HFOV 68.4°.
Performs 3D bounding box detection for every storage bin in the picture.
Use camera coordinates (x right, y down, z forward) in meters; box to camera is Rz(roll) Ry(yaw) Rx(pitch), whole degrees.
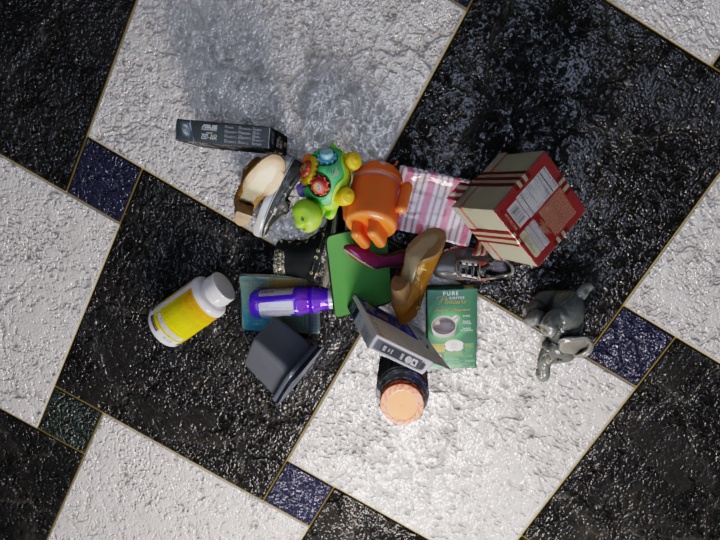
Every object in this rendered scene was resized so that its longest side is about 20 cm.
[{"bbox_3d":[-0.185,0.201,1.252,0.134,0.146,0.200,40,145,4],"label":"storage bin"}]

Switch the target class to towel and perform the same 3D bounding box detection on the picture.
[{"bbox_3d":[0.166,-0.145,1.197,0.197,0.030,0.149,13,105,2],"label":"towel"},{"bbox_3d":[-0.195,0.081,1.296,0.196,0.022,0.149,2,106,3],"label":"towel"}]

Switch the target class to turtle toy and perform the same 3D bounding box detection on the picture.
[{"bbox_3d":[-0.084,-0.176,1.121,0.100,0.145,0.204,17,80,-33],"label":"turtle toy"}]

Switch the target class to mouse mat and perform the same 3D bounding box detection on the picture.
[{"bbox_3d":[0.000,0.000,1.213,0.159,0.008,0.203,-14,110,-24],"label":"mouse mat"}]

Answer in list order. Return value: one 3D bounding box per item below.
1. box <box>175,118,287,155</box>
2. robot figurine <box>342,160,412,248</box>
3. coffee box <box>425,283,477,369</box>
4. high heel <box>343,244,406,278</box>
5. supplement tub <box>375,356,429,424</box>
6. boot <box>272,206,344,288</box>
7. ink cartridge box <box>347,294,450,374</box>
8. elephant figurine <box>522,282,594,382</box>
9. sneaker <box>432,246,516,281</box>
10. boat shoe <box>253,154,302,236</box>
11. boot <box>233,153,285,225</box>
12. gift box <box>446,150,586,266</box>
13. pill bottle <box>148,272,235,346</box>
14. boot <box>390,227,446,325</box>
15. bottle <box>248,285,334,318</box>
[{"bbox_3d":[-0.269,-0.282,1.132,0.196,0.160,0.044,6,98,4],"label":"box"},{"bbox_3d":[0.029,-0.150,1.141,0.115,0.144,0.203,19,66,-19],"label":"robot figurine"},{"bbox_3d":[0.215,0.133,1.258,0.121,0.044,0.204,-3,105,5],"label":"coffee box"},{"bbox_3d":[0.054,-0.044,1.188,0.198,0.067,0.097,24,91,-35],"label":"high heel"},{"bbox_3d":[0.097,0.258,1.221,0.120,0.200,0.125,1,105,5],"label":"supplement tub"},{"bbox_3d":[-0.119,-0.070,1.221,0.151,0.073,0.207,9,94,14],"label":"boot"},{"bbox_3d":[0.079,0.148,1.167,0.198,0.198,0.044,27,102,-22],"label":"ink cartridge box"},{"bbox_3d":[0.462,0.148,1.211,0.141,0.154,0.201,-44,114,-29],"label":"elephant figurine"},{"bbox_3d":[0.256,-0.012,1.196,0.196,0.082,0.078,-5,105,6],"label":"sneaker"},{"bbox_3d":[-0.184,-0.161,1.207,0.056,0.069,0.202,26,103,-3],"label":"boat shoe"},{"bbox_3d":[-0.221,-0.207,1.139,0.070,0.145,0.202,22,129,-25],"label":"boot"},{"bbox_3d":[0.302,-0.124,1.089,0.200,0.187,0.185,-42,108,-7],"label":"gift box"},{"bbox_3d":[-0.401,0.089,1.270,0.198,0.109,0.110,-33,100,13],"label":"pill bottle"},{"bbox_3d":[0.129,0.015,1.186,0.070,0.145,0.202,26,65,26],"label":"boot"},{"bbox_3d":[-0.156,0.072,1.237,0.196,0.084,0.067,-4,97,3],"label":"bottle"}]
